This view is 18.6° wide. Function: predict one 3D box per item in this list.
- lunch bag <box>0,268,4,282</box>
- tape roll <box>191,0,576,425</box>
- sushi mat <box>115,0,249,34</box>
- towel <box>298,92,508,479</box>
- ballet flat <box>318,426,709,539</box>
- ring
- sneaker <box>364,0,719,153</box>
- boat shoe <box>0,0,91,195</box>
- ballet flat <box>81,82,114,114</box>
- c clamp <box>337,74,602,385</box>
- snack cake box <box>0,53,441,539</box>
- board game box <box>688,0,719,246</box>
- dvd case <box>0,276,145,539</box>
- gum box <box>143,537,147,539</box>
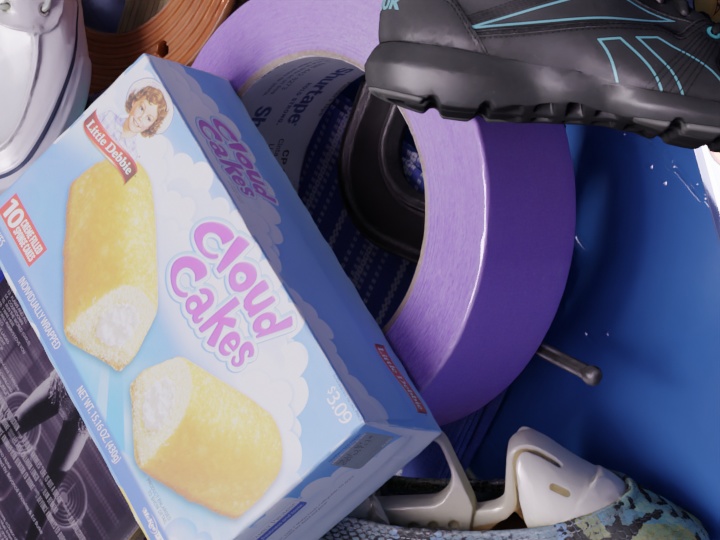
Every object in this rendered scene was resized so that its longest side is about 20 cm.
[{"bbox_3d":[-0.270,-0.056,1.191,0.199,0.124,0.171,-19,83,13],"label":"lunch bag"},{"bbox_3d":[-0.002,-0.027,0.982,0.199,0.065,0.202,1,92,43],"label":"tape roll"},{"bbox_3d":[-0.085,-0.130,1.111,0.095,0.012,0.201,35,114,38],"label":"sushi mat"},{"bbox_3d":[0.000,0.000,1.067,0.200,0.024,0.146,38,117,29],"label":"towel"},{"bbox_3d":[0.052,0.102,0.963,0.198,0.074,0.075,-4,93,4],"label":"ballet flat"},{"bbox_3d":[-0.119,-0.186,1.120,0.199,0.019,0.202,0,90,43],"label":"ring"},{"bbox_3d":[0.103,-0.092,0.863,0.198,0.075,0.080,8,87,-1],"label":"sneaker"},{"bbox_3d":[-0.173,-0.136,1.069,0.073,0.067,0.202,-10,63,26],"label":"boat shoe"},{"bbox_3d":[-0.151,-0.049,1.105,0.199,0.072,0.073,-14,86,24],"label":"ballet flat"},{"bbox_3d":[0.067,-0.068,0.991,0.170,0.027,0.202,18,96,37],"label":"c clamp"},{"bbox_3d":[-0.067,0.022,0.939,0.115,0.067,0.201,-42,63,20],"label":"snack cake box"},{"bbox_3d":[0.207,-0.043,0.898,0.135,0.034,0.202,-19,83,36],"label":"board game box"},{"bbox_3d":[-0.133,0.060,1.041,0.200,0.016,0.149,-50,60,26],"label":"dvd case"},{"bbox_3d":[-0.070,0.210,1.078,0.200,0.113,0.066,41,117,26],"label":"gum box"}]
